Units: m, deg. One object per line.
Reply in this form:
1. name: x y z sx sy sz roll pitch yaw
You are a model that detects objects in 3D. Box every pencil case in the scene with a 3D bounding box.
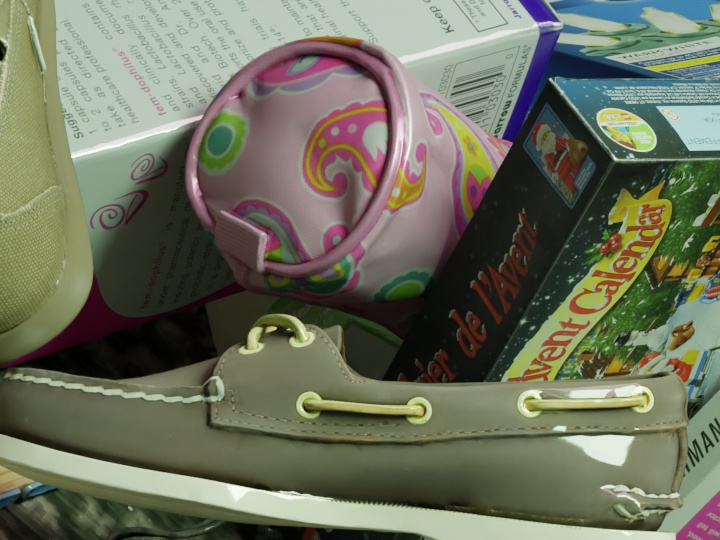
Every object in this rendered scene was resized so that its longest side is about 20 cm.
1. pencil case: 0.030 -0.006 0.890 0.200 0.087 0.088 30 22 -53

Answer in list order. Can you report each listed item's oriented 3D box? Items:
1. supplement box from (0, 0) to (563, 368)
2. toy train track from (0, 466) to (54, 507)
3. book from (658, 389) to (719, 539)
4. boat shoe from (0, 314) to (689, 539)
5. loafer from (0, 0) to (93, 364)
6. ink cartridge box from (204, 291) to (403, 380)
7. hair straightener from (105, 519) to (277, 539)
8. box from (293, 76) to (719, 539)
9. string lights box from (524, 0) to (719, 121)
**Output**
1. supplement box: -0.050 -0.059 0.930 0.200 0.101 0.103 -19 58 -32
2. toy train track: -0.116 0.053 0.810 0.115 0.033 0.200 47 21 13
3. book: 0.135 0.105 0.907 0.133 0.200 0.048 28 26 -31
4. boat shoe: -0.007 0.045 0.779 0.199 0.060 0.072 8 -3 2
5. loafer: -0.127 -0.070 0.811 0.067 0.076 0.200 64 3 -62
6. ink cartridge box: 0.000 0.000 1.055 0.117 0.067 0.200 28 26 -31
7. hair straightener: -0.050 0.116 0.786 0.077 0.041 0.200 36 27 -14
8. box: 0.076 0.027 0.863 0.136 0.200 0.038 -4 45 -38
9. string lights box: 0.112 -0.062 1.023 0.103 0.059 0.200 -12 19 -29
